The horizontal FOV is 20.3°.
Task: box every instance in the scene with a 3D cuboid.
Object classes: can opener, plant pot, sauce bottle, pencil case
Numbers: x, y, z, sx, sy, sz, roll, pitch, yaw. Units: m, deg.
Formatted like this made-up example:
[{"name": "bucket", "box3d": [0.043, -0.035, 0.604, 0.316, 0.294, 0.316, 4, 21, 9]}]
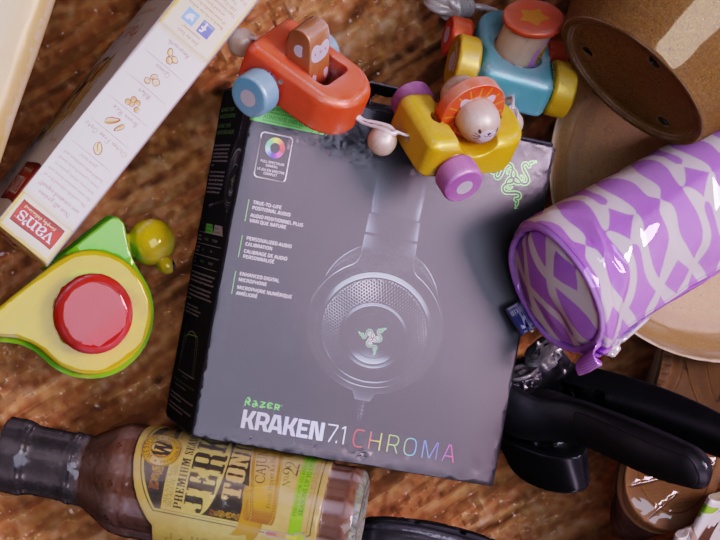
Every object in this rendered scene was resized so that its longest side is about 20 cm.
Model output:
[{"name": "can opener", "box3d": [0.137, 0.080, 1.084, 0.063, 0.199, 0.079, -38, 111, -25]}, {"name": "plant pot", "box3d": [0.202, -0.168, 1.049, 0.186, 0.186, 0.200, 44, 75, -13]}, {"name": "sauce bottle", "box3d": [-0.096, 0.118, 1.072, 0.198, 0.065, 0.065, 10, 91, 3]}, {"name": "plant pot", "box3d": [0.195, -0.047, 1.134, 0.198, 0.027, 0.202, 3, 81, -16]}, {"name": "pencil case", "box3d": [0.173, -0.025, 1.063, 0.199, 0.084, 0.086, -29, 77, -21]}]

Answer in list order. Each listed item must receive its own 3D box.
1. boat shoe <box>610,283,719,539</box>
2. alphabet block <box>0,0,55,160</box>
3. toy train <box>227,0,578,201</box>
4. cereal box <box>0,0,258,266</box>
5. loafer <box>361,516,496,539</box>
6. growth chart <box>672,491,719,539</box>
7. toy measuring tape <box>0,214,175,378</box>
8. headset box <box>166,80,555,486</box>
[{"name": "boat shoe", "box3d": [0.193, 0.068, 1.162, 0.072, 0.072, 0.201, 25, 65, -1]}, {"name": "alphabet block", "box3d": [-0.241, -0.163, 0.970, 0.194, 0.196, 0.202, 20, 89, -13]}, {"name": "toy train", "box3d": [0.033, -0.115, 1.047, 0.150, 0.056, 0.200, 39, 43, 16]}, {"name": "cereal box", "box3d": [-0.118, -0.093, 1.032, 0.039, 0.144, 0.201, 40, 83, -13]}, {"name": "loafer", "box3d": [0.082, 0.193, 1.139, 0.199, 0.068, 0.071, 24, 80, -18]}, {"name": "growth chart", "box3d": [0.196, 0.168, 1.126, 0.199, 0.018, 0.146, -19, 133, -44]}, {"name": "toy measuring tape", "box3d": [-0.174, 0.046, 1.066, 0.200, 0.074, 0.074, -39, 102, -9]}, {"name": "headset box", "box3d": [0.000, 0.000, 1.094, 0.172, 0.093, 0.202, 11, 90, -15]}]
